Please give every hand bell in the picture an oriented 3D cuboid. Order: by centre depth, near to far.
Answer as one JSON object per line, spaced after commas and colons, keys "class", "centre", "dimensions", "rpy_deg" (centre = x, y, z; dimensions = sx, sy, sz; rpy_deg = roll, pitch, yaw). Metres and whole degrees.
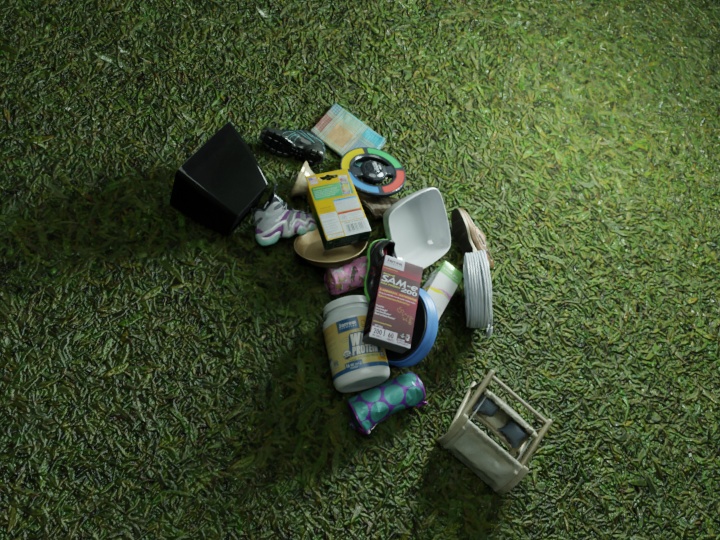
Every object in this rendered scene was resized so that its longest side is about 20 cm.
{"class": "hand bell", "centre": [-0.085, -0.207, 1.662], "dimensions": [0.196, 0.104, 0.106], "rpy_deg": [26, 62, -6]}

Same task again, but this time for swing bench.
{"class": "swing bench", "centre": [0.326, 0.397, 1.478], "dimensions": [0.197, 0.130, 0.201], "rpy_deg": [38, 63, 4]}

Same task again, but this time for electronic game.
{"class": "electronic game", "centre": [0.034, -0.279, 1.703], "dimensions": [0.193, 0.042, 0.204], "rpy_deg": [8, 47, -8]}

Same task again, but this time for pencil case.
{"class": "pencil case", "centre": [0.063, 0.321, 1.469], "dimensions": [0.195, 0.085, 0.094], "rpy_deg": [-21, 73, -23]}
{"class": "pencil case", "centre": [0.000, 0.000, 1.597], "dimensions": [0.194, 0.083, 0.089], "rpy_deg": [-16, 70, -20]}

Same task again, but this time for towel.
{"class": "towel", "centre": [-0.036, -0.399, 1.800], "dimensions": [0.198, 0.022, 0.148], "rpy_deg": [36, 62, 3]}

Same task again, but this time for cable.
{"class": "cable", "centre": [0.307, 0.051, 1.593], "dimensions": [0.067, 0.203, 0.204], "rpy_deg": [-4, 46, 8]}

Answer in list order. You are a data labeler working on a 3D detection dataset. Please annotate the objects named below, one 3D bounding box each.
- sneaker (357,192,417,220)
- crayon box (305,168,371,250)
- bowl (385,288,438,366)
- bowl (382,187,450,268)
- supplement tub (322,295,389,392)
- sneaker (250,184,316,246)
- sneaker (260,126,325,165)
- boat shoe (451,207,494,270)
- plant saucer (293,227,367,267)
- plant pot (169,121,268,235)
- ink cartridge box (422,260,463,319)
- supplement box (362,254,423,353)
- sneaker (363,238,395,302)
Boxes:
{"class": "sneaker", "centre": [0.063, -0.171, 1.709], "dimensions": [0.194, 0.071, 0.078], "rpy_deg": [20, 79, 1]}
{"class": "crayon box", "centre": [-0.062, -0.161, 1.578], "dimensions": [0.122, 0.052, 0.205], "rpy_deg": [-12, 64, -17]}
{"class": "bowl", "centre": [0.102, 0.135, 1.507], "dimensions": [0.039, 0.197, 0.207], "rpy_deg": [18, 56, -46]}
{"class": "bowl", "centre": [0.146, -0.112, 1.652], "dimensions": [0.197, 0.074, 0.205], "rpy_deg": [-29, 117, -25]}
{"class": "supplement tub", "centre": [-0.015, 0.180, 1.477], "dimensions": [0.140, 0.145, 0.206], "rpy_deg": [-8, 68, -17]}
{"class": "sneaker", "centre": [-0.194, -0.160, 1.588], "dimensions": [0.195, 0.077, 0.144], "rpy_deg": [-21, 109, -23]}
{"class": "sneaker", "centre": [-0.191, -0.366, 1.727], "dimensions": [0.195, 0.076, 0.081], "rpy_deg": [19, 51, -14]}
{"class": "boat shoe", "centre": [0.322, -0.087, 1.732], "dimensions": [0.066, 0.072, 0.206], "rpy_deg": [-15, 80, -24]}
{"class": "plant saucer", "centre": [-0.077, -0.060, 1.586], "dimensions": [0.193, 0.036, 0.202], "rpy_deg": [-2, 32, 1]}
{"class": "plant pot", "centre": [-0.350, -0.215, 1.549], "dimensions": [0.177, 0.200, 0.201], "rpy_deg": [41, 62, -5]}
{"class": "ink cartridge box", "centre": [0.182, 0.087, 1.584], "dimensions": [0.067, 0.117, 0.202], "rpy_deg": [35, 62, -1]}
{"class": "supplement box", "centre": [0.078, 0.079, 1.426], "dimensions": [0.106, 0.061, 0.206], "rpy_deg": [16, 68, -12]}
{"class": "sneaker", "centre": [0.058, 0.012, 1.508], "dimensions": [0.076, 0.082, 0.207], "rpy_deg": [18, 62, -43]}
